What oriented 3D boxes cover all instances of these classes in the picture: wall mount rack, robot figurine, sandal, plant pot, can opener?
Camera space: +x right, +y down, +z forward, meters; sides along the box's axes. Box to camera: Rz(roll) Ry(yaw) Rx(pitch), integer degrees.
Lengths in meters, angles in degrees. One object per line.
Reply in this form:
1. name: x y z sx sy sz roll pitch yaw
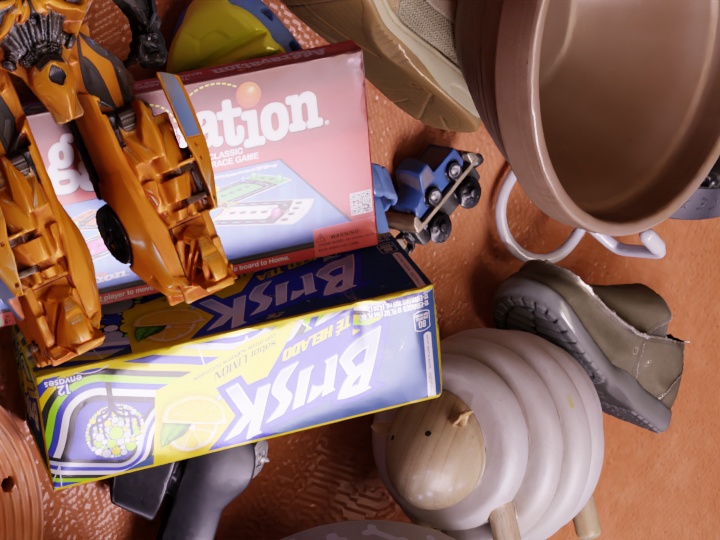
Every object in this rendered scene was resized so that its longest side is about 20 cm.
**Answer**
1. wall mount rack: 0.136 -0.106 1.405 0.173 0.074 0.201 39 73 -27
2. robot figurine: -0.135 -0.069 1.088 0.144 0.058 0.201 -26 98 -26
3. sandal: -0.036 -0.063 1.247 0.087 0.079 0.201 -76 146 -51
4. plant pot: 0.114 -0.125 1.253 0.200 0.092 0.203 -19 115 -44
5. can opener: -0.096 0.145 1.270 0.063 0.078 0.202 -65 166 -75

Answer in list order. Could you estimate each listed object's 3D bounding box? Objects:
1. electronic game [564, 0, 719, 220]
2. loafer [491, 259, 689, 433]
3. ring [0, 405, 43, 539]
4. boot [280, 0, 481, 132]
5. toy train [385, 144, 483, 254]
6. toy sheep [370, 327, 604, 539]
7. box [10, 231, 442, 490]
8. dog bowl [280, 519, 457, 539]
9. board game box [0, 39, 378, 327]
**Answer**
1. electronic game: 0.188 -0.129 1.372 0.198 0.042 0.202 -2 96 -26
2. loafer: 0.142 0.033 1.466 0.070 0.075 0.200 -64 148 -10
3. ring: -0.232 0.141 1.142 0.200 0.019 0.202 -20 119 -42
4. boot: 0.030 -0.186 1.263 0.200 0.072 0.156 41 69 -39
5. toy train: 0.000 0.000 1.329 0.200 0.034 0.046 -49 122 -21
6. toy sheep: 0.077 0.098 1.376 0.200 0.137 0.139 -8 111 -60
7. box: -0.064 0.042 1.186 0.198 0.070 0.065 -13 118 -14
8. dog bowl: 0.000 0.216 1.314 0.198 0.059 0.201 -4 129 -5
9. board game box: -0.090 -0.042 1.165 0.198 0.019 0.104 -13 114 -16
